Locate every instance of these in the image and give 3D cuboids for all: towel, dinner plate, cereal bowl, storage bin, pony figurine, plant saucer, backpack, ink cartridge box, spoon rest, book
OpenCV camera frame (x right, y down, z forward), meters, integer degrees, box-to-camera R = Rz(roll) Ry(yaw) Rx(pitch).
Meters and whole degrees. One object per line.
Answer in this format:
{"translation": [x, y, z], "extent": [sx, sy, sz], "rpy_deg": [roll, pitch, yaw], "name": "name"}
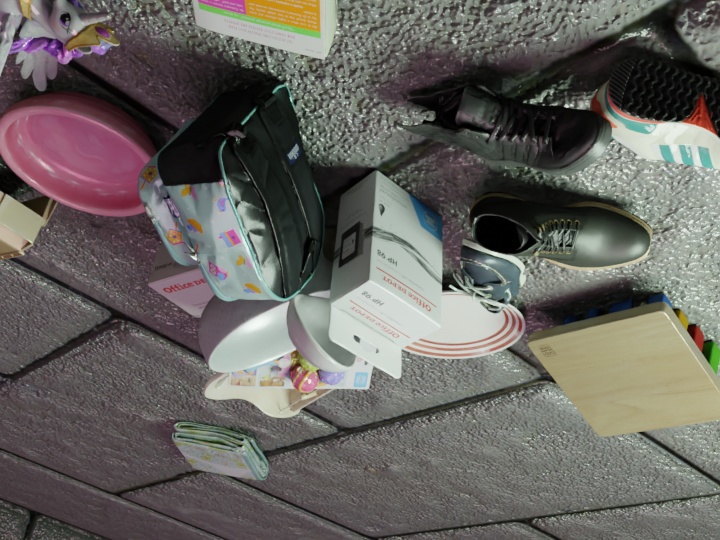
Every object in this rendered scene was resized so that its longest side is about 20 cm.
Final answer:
{"translation": [-0.288, 0.377, 1.951], "extent": [0.169, 0.049, 0.201], "rpy_deg": [9, 150, 13], "name": "towel"}
{"translation": [0.126, 0.070, 1.289], "extent": [0.197, 0.025, 0.201], "rpy_deg": [3, 149, 2], "name": "dinner plate"}
{"translation": [-0.109, 0.040, 1.133], "extent": [0.198, 0.084, 0.200], "rpy_deg": [-24, 163, -8], "name": "cereal bowl"}
{"translation": [-0.511, -0.102, 1.163], "extent": [0.197, 0.095, 0.200], "rpy_deg": [-7, 145, 44], "name": "storage bin"}
{"translation": [-0.334, -0.234, 0.873], "extent": [0.200, 0.167, 0.193], "rpy_deg": [40, 135, -15], "name": "pony figurine"}
{"translation": [-0.320, -0.140, 1.098], "extent": [0.198, 0.051, 0.201], "rpy_deg": [9, 150, 5], "name": "plant saucer"}
{"translation": [-0.123, -0.068, 0.979], "extent": [0.152, 0.176, 0.201], "rpy_deg": [-10, 121, 28], "name": "backpack"}
{"translation": [-0.162, 0.021, 1.271], "extent": [0.145, 0.085, 0.200], "rpy_deg": [-14, 140, 36], "name": "ink cartridge box"}
{"translation": [-0.033, 0.064, 1.053], "extent": [0.100, 0.060, 0.200], "rpy_deg": [51, -173, 4], "name": "spoon rest"}
{"translation": [0.031, 0.004, 1.048], "extent": [0.115, 0.202, 0.066], "rpy_deg": [32, 134, -31], "name": "ink cartridge box"}
{"translation": [-0.088, -0.277, 0.789], "extent": [0.132, 0.048, 0.201], "rpy_deg": [12, 149, 6], "name": "book"}

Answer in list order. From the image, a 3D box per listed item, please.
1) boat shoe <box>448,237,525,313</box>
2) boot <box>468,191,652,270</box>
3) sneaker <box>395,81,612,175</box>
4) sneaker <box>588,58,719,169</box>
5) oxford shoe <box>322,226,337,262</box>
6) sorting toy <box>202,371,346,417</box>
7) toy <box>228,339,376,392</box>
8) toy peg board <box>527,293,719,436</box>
{"translation": [0.147, 0.009, 1.094], "extent": [0.074, 0.062, 0.200], "rpy_deg": [27, 177, 15], "name": "boat shoe"}
{"translation": [0.208, -0.031, 0.984], "extent": [0.197, 0.079, 0.138], "rpy_deg": [6, -169, 9], "name": "boot"}
{"translation": [0.131, -0.137, 0.887], "extent": [0.104, 0.061, 0.199], "rpy_deg": [23, 173, -33], "name": "sneaker"}
{"translation": [0.305, -0.132, 0.874], "extent": [0.197, 0.071, 0.093], "rpy_deg": [16, 167, -8], "name": "sneaker"}
{"translation": [0.000, 0.000, 1.215], "extent": [0.073, 0.071, 0.201], "rpy_deg": [31, 162, 27], "name": "oxford shoe"}
{"translation": [-0.133, 0.152, 1.385], "extent": [0.178, 0.108, 0.200], "rpy_deg": [-6, 162, -34], "name": "sorting toy"}
{"translation": [-0.077, 0.129, 1.266], "extent": [0.197, 0.047, 0.116], "rpy_deg": [4, 128, -8], "name": "toy"}
{"translation": [0.360, 0.107, 1.235], "extent": [0.199, 0.098, 0.200], "rpy_deg": [-19, 122, 41], "name": "toy peg board"}
